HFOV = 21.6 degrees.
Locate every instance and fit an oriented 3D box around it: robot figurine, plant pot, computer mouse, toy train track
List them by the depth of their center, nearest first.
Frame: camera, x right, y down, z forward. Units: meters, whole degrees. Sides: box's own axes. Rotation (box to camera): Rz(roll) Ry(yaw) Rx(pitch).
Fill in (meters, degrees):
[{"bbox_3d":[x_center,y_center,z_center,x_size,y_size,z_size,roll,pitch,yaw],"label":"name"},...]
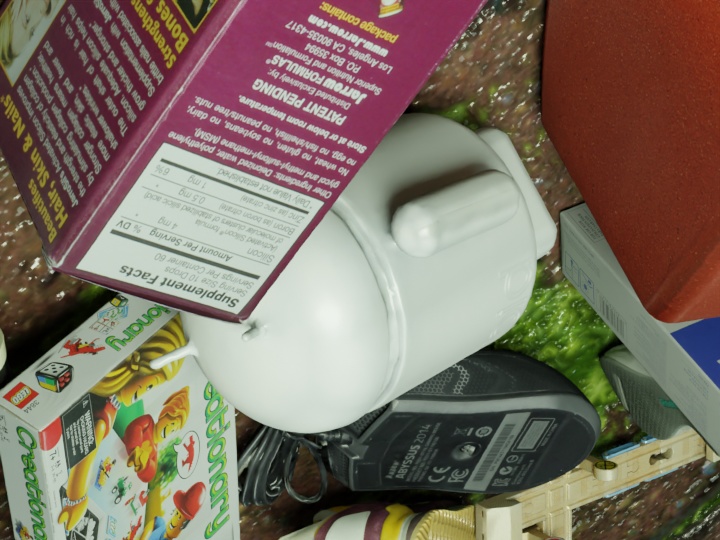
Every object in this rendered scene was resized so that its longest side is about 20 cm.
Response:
[{"bbox_3d":[0.000,0.000,0.839,0.199,0.114,0.169,-26,173,-40],"label":"robot figurine"},{"bbox_3d":[0.191,-0.088,0.859,0.198,0.201,0.177,-7,145,-28],"label":"plant pot"},{"bbox_3d":[0.035,0.072,1.005,0.198,0.053,0.139,6,136,-26],"label":"computer mouse"},{"bbox_3d":[0.153,0.124,1.115,0.199,0.032,0.116,-16,113,-35],"label":"toy train track"}]

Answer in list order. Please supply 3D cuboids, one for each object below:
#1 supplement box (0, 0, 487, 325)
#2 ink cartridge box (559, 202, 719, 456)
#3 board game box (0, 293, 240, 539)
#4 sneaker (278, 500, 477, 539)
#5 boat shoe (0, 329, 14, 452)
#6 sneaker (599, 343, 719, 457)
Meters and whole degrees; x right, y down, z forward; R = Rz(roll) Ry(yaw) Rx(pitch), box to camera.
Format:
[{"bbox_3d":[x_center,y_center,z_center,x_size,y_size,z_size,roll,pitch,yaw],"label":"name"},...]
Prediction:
[{"bbox_3d":[-0.048,-0.101,0.723,0.103,0.131,0.200,19,118,-43],"label":"supplement box"},{"bbox_3d":[0.187,0.025,0.941,0.093,0.200,0.045,-20,132,-15],"label":"ink cartridge box"},{"bbox_3d":[-0.112,0.099,0.907,0.126,0.034,0.201,-42,148,-36],"label":"board game box"},{"bbox_3d":[0.014,0.160,1.056,0.089,0.076,0.200,3,167,14],"label":"sneaker"},{"bbox_3d":[-0.243,0.081,0.812,0.200,0.074,0.064,-20,130,-23],"label":"boat shoe"},{"bbox_3d":[0.203,0.058,1.011,0.080,0.200,0.071,-34,110,-11],"label":"sneaker"}]
